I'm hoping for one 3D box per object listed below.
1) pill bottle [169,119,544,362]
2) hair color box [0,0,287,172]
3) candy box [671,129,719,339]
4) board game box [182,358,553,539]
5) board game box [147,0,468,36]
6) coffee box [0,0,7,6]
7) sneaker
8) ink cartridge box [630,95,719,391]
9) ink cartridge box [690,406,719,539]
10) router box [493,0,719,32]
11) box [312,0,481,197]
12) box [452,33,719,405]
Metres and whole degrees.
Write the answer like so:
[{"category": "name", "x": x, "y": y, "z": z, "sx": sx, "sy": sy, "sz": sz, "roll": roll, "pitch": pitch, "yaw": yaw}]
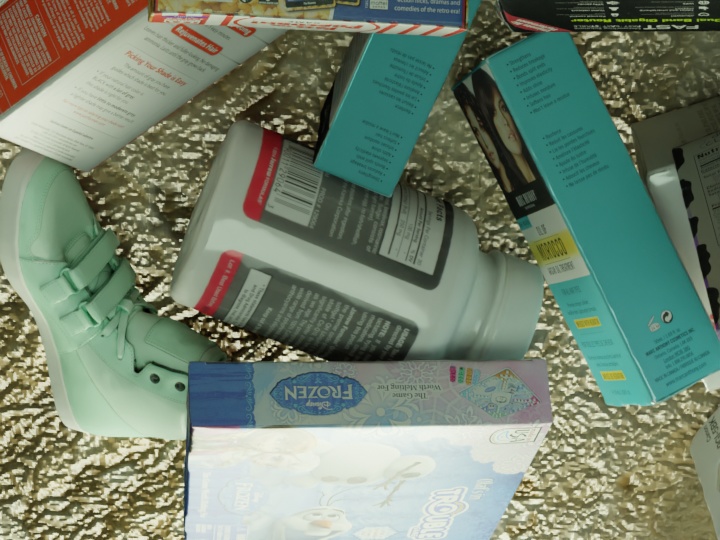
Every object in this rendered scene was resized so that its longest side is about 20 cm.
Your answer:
[{"category": "pill bottle", "x": 0.000, "y": 0.000, "z": 0.935, "sx": 0.199, "sy": 0.111, "sz": 0.111, "roll": 22, "pitch": 115, "yaw": -10}, {"category": "hair color box", "x": -0.109, "y": -0.139, "z": 0.872, "sx": 0.199, "sy": 0.101, "sz": 0.062, "roll": -32, "pitch": 68, "yaw": 16}, {"category": "candy box", "x": 0.223, "y": 0.036, "z": 0.803, "sx": 0.071, "sy": 0.200, "sz": 0.169, "roll": -21, "pitch": 114, "yaw": 15}, {"category": "board game box", "x": -0.004, "y": 0.112, "z": 0.957, "sx": 0.197, "sy": 0.044, "sz": 0.200, "roll": -1, "pitch": 152, "yaw": -7}, {"category": "board game box", "x": -0.022, "y": -0.216, "z": 0.768, "sx": 0.150, "sy": 0.046, "sz": 0.202, "roll": 2, "pitch": 93, "yaw": -10}, {"category": "coffee box", "x": -0.162, "y": -0.228, "z": 0.829, "sx": 0.199, "sy": 0.080, "sz": 0.113, "roll": -37, "pitch": 110, "yaw": 6}, {"category": "sneaker", "x": -0.135, "y": 0.015, "z": 0.952, "sx": 0.117, "sy": 0.074, "sz": 0.202, "roll": 6, "pitch": 128, "yaw": 23}, {"category": "ink cartridge box", "x": 0.268, "y": -0.036, "z": 0.924, "sx": 0.198, "sy": 0.086, "sz": 0.149, "roll": -15, "pitch": 115, "yaw": 11}, {"category": "ink cartridge box", "x": 0.312, "y": 0.156, "z": 0.983, "sx": 0.199, "sy": 0.147, "sz": 0.083, "roll": 30, "pitch": 112, "yaw": -13}, {"category": "router box", "x": 0.163, "y": -0.190, "z": 0.753, "sx": 0.198, "sy": 0.062, "sz": 0.151, "roll": 2, "pitch": 83, "yaw": 12}, {"category": "box", "x": 0.035, "y": -0.147, "z": 0.879, "sx": 0.049, "sy": 0.082, "sz": 0.201, "roll": 21, "pitch": 115, "yaw": -8}, {"category": "box", "x": 0.122, "y": -0.027, "z": 0.885, "sx": 0.049, "sy": 0.082, "sz": 0.201, "roll": -26, "pitch": 90, "yaw": -11}]
